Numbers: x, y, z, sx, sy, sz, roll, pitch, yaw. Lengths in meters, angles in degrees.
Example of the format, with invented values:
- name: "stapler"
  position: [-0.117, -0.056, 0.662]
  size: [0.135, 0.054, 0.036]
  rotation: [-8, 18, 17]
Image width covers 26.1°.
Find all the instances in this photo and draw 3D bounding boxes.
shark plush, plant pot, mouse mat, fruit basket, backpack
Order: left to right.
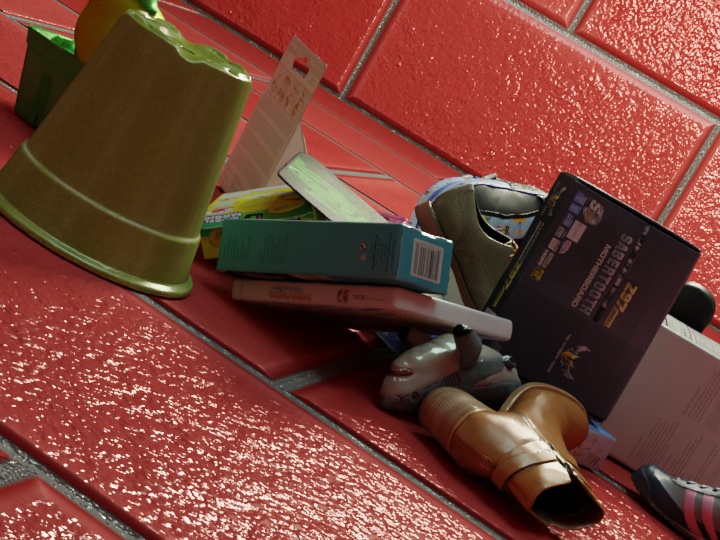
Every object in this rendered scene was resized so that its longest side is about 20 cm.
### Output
- name: "fruit basket"
  position: [-0.244, -0.208, 1.594]
  size: [0.215, 0.216, 0.155]
  rotation: [36, 12, 29]
- name: "plant pot"
  position: [-0.188, -0.110, 1.309]
  size: [0.199, 0.191, 0.200]
  rotation: [28, 10, -5]
- name: "mouse mat"
  position: [0.007, -0.042, 1.508]
  size: [0.200, 0.008, 0.161]
  rotation: [39, 14, -3]
- name: "shark plush"
  position: [0.096, 0.112, 1.396]
  size: [0.090, 0.084, 0.200]
  rotation: [2, -19, 41]
- name: "backpack"
  position: [0.133, -0.033, 1.921]
  size: [0.199, 0.184, 0.134]
  rotation: [8, 13, -40]

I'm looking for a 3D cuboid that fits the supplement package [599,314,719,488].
- name: "supplement package"
  position: [0.325, 0.133, 1.694]
  size: [0.199, 0.152, 0.151]
  rotation: [31, 10, 5]

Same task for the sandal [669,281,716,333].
- name: "sandal"
  position: [0.340, 0.095, 1.795]
  size: [0.075, 0.200, 0.045]
  rotation: [38, 21, 3]

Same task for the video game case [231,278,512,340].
- name: "video game case"
  position: [0.013, 0.037, 1.420]
  size: [0.181, 0.023, 0.200]
  rotation: [2, -9, 36]

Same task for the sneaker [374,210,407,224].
- name: "sneaker"
  position: [0.000, 0.000, 1.600]
  size: [0.081, 0.089, 0.200]
  rotation: [13, 18, 13]

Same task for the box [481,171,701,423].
- name: "box"
  position: [0.218, 0.027, 1.522]
  size: [0.157, 0.201, 0.051]
  rotation: [29, 5, -18]

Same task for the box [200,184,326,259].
- name: "box"
  position: [-0.093, -0.051, 1.538]
  size: [0.116, 0.049, 0.200]
  rotation: [-8, 7, 5]

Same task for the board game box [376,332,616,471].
- name: "board game box"
  position: [0.130, 0.110, 1.564]
  size: [0.198, 0.044, 0.200]
  rotation: [25, 11, -36]

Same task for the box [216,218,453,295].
- name: "box"
  position: [-0.025, -0.012, 1.361]
  size: [0.199, 0.050, 0.082]
  rotation: [3, -9, 37]

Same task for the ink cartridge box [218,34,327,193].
- name: "ink cartridge box"
  position: [-0.088, -0.156, 1.782]
  size: [0.050, 0.201, 0.161]
  rotation: [26, 11, -25]

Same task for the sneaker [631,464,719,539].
- name: "sneaker"
  position: [0.353, 0.232, 1.497]
  size: [0.200, 0.082, 0.070]
  rotation: [37, 13, 35]

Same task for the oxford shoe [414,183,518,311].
- name: "oxford shoe"
  position: [0.133, 0.007, 1.565]
  size: [0.201, 0.075, 0.070]
  rotation: [58, 11, -14]

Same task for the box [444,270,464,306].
- name: "box"
  position: [0.129, 0.035, 1.686]
  size: [0.199, 0.069, 0.082]
  rotation: [16, -10, -3]

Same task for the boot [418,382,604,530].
- name: "boot"
  position: [0.161, 0.158, 1.317]
  size: [0.199, 0.077, 0.155]
  rotation: [17, 15, -43]
